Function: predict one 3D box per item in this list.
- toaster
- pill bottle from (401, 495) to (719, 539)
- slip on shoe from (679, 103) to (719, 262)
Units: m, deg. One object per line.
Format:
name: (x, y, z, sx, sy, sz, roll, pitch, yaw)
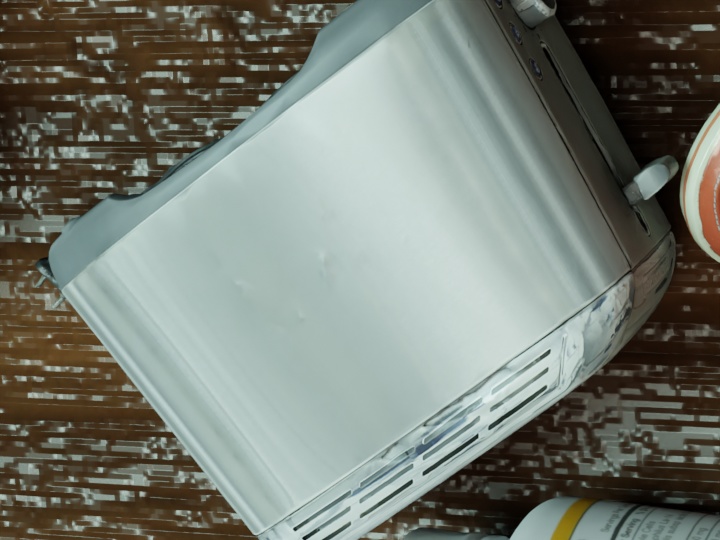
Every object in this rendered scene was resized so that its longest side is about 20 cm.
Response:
toaster: (0.000, 0.000, 0.867, 0.200, 0.114, 0.130, -36, 89, 21)
pill bottle: (0.105, 0.129, 0.855, 0.199, 0.109, 0.110, 6, 104, 21)
slip on shoe: (0.179, -0.048, 0.802, 0.199, 0.061, 0.074, -23, 126, 23)
